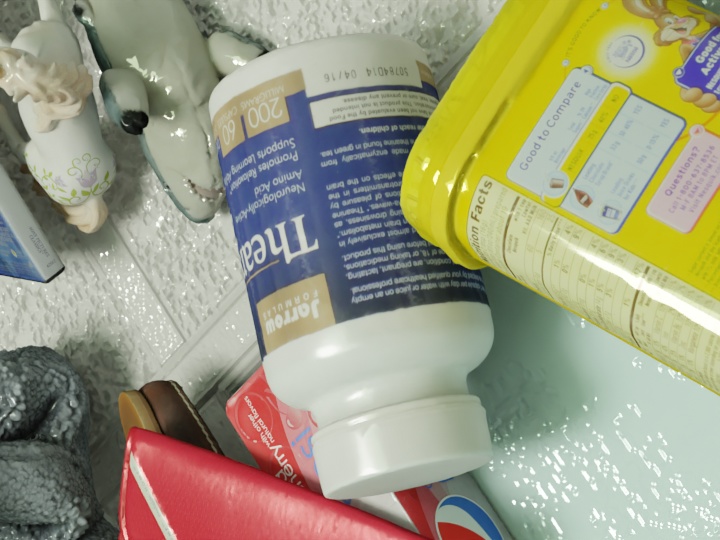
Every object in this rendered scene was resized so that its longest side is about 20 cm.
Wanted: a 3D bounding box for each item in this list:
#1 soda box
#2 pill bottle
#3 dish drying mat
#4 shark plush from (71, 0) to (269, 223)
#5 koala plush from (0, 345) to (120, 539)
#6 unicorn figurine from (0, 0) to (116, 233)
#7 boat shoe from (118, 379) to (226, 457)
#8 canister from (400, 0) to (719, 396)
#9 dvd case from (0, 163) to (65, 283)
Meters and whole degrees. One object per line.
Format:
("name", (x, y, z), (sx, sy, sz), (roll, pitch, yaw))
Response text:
("soda box", (0.018, 0.125, 1.016), (0.070, 0.063, 0.201), (-46, 71, 35))
("pill bottle", (0.000, 0.000, 0.956), (0.111, 0.110, 0.202), (-24, 74, 39))
("dish drying mat", (-0.040, 0.141, 1.003), (0.199, 0.018, 0.078), (18, 107, 30))
("shark plush", (-0.133, -0.118, 1.091), (0.200, 0.091, 0.084), (45, 153, 18))
("koala plush", (-0.180, 0.163, 1.132), (0.200, 0.184, 0.177), (47, 147, 3))
("unicorn figurine", (-0.170, -0.095, 1.073), (0.074, 0.200, 0.138), (-35, 50, -4))
("boat shoe", (-0.065, 0.148, 1.087), (0.201, 0.070, 0.070), (66, 163, 4))
("canister", (0.137, -0.035, 0.852), (0.199, 0.087, 0.149), (31, 83, 28))
("dvd case", (-0.248, -0.082, 1.135), (0.142, 0.018, 0.201), (8, 132, 58))
